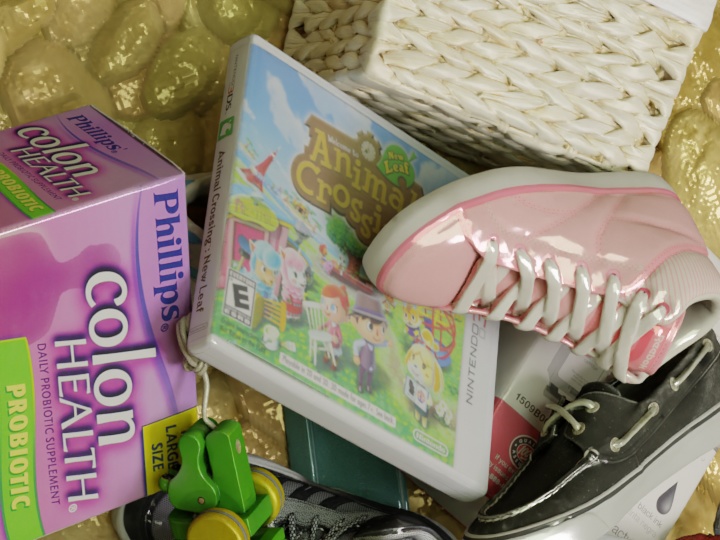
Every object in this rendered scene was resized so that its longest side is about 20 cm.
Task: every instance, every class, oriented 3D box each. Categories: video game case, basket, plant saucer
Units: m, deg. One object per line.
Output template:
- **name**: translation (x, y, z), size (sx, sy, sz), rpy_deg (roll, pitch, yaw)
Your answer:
- **video game case**: translation (0.000, 0.000, 1.273), size (0.200, 0.022, 0.182), rpy_deg (31, 51, -36)
- **basket**: translation (0.070, -0.129, 1.349), size (0.200, 0.136, 0.124), rpy_deg (19, 84, -25)
- **plant saucer**: translation (-0.004, 0.112, 1.375), size (0.070, 0.019, 0.200), rpy_deg (-8, 94, -26)

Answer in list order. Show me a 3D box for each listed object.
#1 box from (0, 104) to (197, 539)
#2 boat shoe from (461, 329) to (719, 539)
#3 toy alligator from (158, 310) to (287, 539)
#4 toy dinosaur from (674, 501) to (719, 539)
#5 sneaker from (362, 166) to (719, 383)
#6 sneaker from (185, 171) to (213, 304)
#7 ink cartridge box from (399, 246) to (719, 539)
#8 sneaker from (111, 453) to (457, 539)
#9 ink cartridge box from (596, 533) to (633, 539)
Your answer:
- **box**: translation (-0.187, 0.039, 1.196), size (0.200, 0.097, 0.176), rpy_deg (-20, 125, -30)
- **boat shoe**: translation (0.122, 0.091, 1.309), size (0.200, 0.071, 0.064), rpy_deg (-31, 108, -35)
- **toy alligator**: translation (-0.074, 0.117, 1.226), size (0.059, 0.054, 0.200), rpy_deg (-45, 120, -62)
- **toy dinosaur**: translation (0.213, 0.225, 1.410), size (0.181, 0.105, 0.200), rpy_deg (38, 75, -38)
- **sneaker**: translation (0.104, 0.007, 1.267), size (0.200, 0.075, 0.105), rpy_deg (-6, 52, -34)
- **sneaker**: translation (-0.025, -0.013, 1.322), size (0.200, 0.081, 0.077), rpy_deg (-1, 71, -28)
- **ink cartridge box**: translation (0.128, 0.066, 1.397), size (0.147, 0.083, 0.200), rpy_deg (42, 70, -25)
- **sneaker**: translation (-0.027, 0.145, 1.297), size (0.200, 0.114, 0.076), rpy_deg (15, 88, -13)
- **ink cartridge box**: translation (0.149, 0.265, 1.318), size (0.145, 0.200, 0.145), rpy_deg (13, 42, -21)
